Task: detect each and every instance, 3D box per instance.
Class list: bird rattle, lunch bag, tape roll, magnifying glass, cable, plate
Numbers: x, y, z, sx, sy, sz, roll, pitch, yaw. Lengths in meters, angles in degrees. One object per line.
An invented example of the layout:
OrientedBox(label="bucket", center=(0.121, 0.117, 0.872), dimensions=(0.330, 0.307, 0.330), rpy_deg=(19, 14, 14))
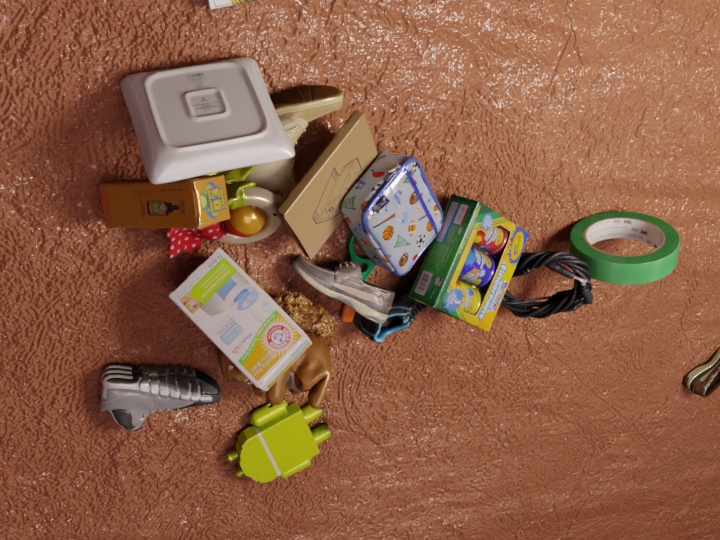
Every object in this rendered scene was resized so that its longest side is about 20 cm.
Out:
OrientedBox(label="bird rattle", center=(-0.198, -0.078, 1.149), dimensions=(0.162, 0.113, 0.200), rpy_deg=(14, 134, -32))
OrientedBox(label="lunch bag", center=(0.060, -0.099, 1.278), dimensions=(0.160, 0.075, 0.200), rpy_deg=(-49, 141, -14))
OrientedBox(label="tape roll", center=(0.504, -0.046, 1.471), dimensions=(0.199, 0.201, 0.048), rpy_deg=(-18, 124, -16))
OrientedBox(label="magnifying glass", center=(0.000, 0.000, 1.370), dimensions=(0.079, 0.022, 0.201), rpy_deg=(5, 112, -27))
OrientedBox(label="cable", center=(0.337, 0.027, 1.459), dimensions=(0.199, 0.051, 0.163), rpy_deg=(-4, 138, 28))
OrientedBox(label="plate", center=(-0.211, -0.218, 1.046), dimensions=(0.199, 0.201, 0.032), rpy_deg=(-14, 150, -17))

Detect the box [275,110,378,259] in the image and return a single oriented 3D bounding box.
OrientedBox(label="box", center=(-0.043, -0.129, 1.200), dimensions=(0.200, 0.021, 0.164), rpy_deg=(-54, 157, -12))

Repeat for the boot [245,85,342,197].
OrientedBox(label="boot", center=(-0.108, -0.188, 1.178), dimensions=(0.199, 0.073, 0.156), rpy_deg=(-20, 122, -7))

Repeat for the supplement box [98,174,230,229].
OrientedBox(label="supplement box", center=(-0.276, -0.096, 1.071), dimensions=(0.069, 0.199, 0.067), rpy_deg=(-20, 109, -51))

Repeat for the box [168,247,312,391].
OrientedBox(label="box", center=(-0.183, 0.079, 1.197), dimensions=(0.112, 0.101, 0.200), rpy_deg=(-44, 81, -8))

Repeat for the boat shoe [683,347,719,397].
OrientedBox(label="boat shoe", center=(0.904, 0.244, 1.896), dimensions=(0.202, 0.075, 0.075), rpy_deg=(-39, 126, -1))

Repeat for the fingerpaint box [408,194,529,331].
OrientedBox(label="fingerpaint box", center=(0.199, -0.010, 1.383), dimensions=(0.166, 0.073, 0.201), rpy_deg=(25, 88, -42))

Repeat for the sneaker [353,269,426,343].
OrientedBox(label="sneaker", center=(0.089, 0.068, 1.410), dimensions=(0.199, 0.082, 0.073), rpy_deg=(-33, 123, -7))

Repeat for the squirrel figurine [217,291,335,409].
OrientedBox(label="squirrel figurine", center=(-0.146, 0.126, 1.320), dimensions=(0.186, 0.141, 0.201), rpy_deg=(18, 94, -21))

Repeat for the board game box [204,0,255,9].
OrientedBox(label="board game box", center=(-0.164, -0.465, 1.028), dimensions=(0.126, 0.035, 0.201), rpy_deg=(-17, 122, -16))

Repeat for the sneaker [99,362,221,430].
OrientedBox(label="sneaker", center=(-0.344, 0.224, 1.303), dimensions=(0.199, 0.075, 0.116), rpy_deg=(12, 116, -19))

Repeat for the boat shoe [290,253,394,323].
OrientedBox(label="boat shoe", center=(-0.028, 0.017, 1.327), dimensions=(0.199, 0.074, 0.074), rpy_deg=(31, 90, -21))

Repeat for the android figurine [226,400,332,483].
OrientedBox(label="android figurine", center=(-0.155, 0.328, 1.461), dimensions=(0.199, 0.041, 0.183), rpy_deg=(-28, 125, -10))
